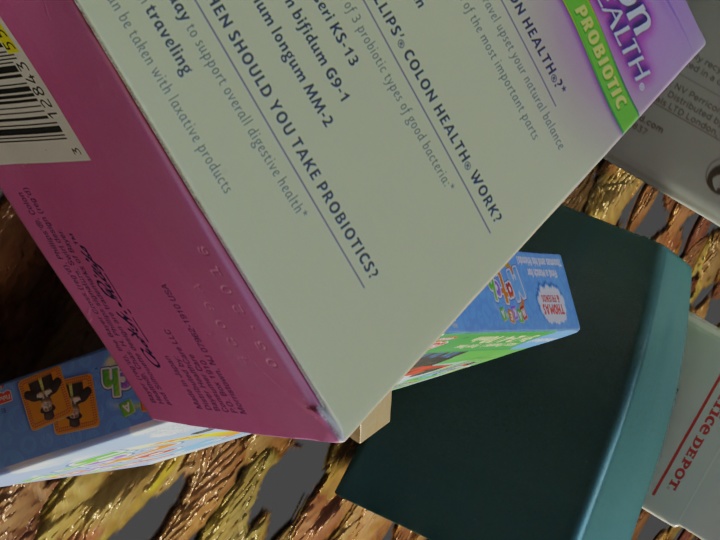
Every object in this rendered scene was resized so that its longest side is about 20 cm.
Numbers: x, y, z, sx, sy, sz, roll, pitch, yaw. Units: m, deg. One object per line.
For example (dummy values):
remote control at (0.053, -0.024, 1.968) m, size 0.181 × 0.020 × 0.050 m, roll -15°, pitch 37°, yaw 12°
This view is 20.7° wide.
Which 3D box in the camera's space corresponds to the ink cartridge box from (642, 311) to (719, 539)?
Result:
ink cartridge box at (0.181, 0.080, 1.221) m, size 0.117 × 0.200 × 0.067 m, roll -61°, pitch 159°, yaw 7°

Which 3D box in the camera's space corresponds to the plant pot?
plant pot at (0.106, 0.067, 1.134) m, size 0.200 × 0.141 × 0.141 m, roll -67°, pitch 159°, yaw 0°

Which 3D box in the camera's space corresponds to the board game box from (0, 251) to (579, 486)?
board game box at (-0.035, 0.036, 0.732) m, size 0.200 × 0.037 × 0.151 m, roll -18°, pitch 172°, yaw 22°

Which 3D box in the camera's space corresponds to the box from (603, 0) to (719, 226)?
box at (0.260, -0.115, 1.135) m, size 0.200 × 0.199 × 0.171 m, roll -62°, pitch 159°, yaw 14°

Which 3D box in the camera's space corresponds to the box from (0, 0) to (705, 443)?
box at (-0.016, -0.082, 0.589) m, size 0.200 × 0.097 × 0.176 m, roll -46°, pitch 119°, yaw -30°

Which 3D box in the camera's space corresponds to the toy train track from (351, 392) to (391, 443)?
toy train track at (0.000, 0.000, 0.950) m, size 0.115 × 0.033 × 0.200 m, roll -33°, pitch 143°, yaw -35°
